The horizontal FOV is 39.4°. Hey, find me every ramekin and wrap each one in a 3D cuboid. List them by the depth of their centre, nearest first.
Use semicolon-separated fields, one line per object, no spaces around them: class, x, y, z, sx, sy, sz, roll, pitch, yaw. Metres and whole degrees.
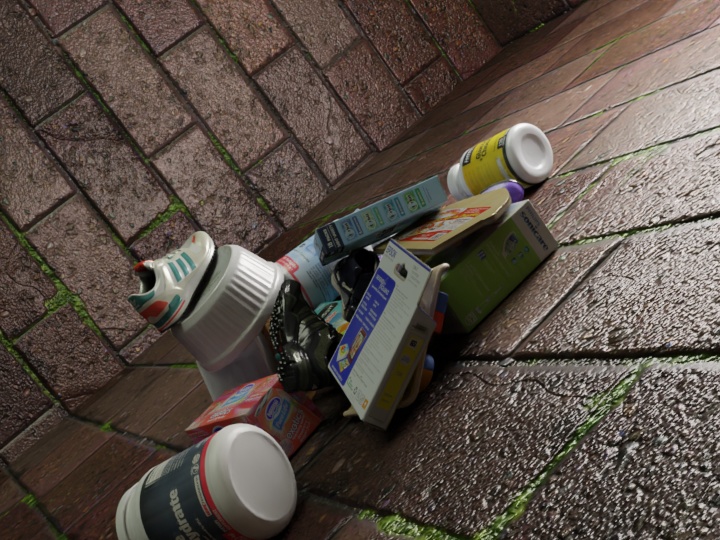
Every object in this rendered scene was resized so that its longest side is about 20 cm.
ramekin;-0.219;0.050;1.590;0.202;0.094;0.203;-41;24;23

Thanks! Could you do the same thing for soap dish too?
soap dish;-0.169;0.171;1.639;0.081;0.158;0.199;-24;-1;-43

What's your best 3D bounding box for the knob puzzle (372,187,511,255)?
knob puzzle;0.139;-0.064;1.452;0.218;0.031;0.220;-24;13;6

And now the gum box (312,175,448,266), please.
gum box;0.026;-0.074;1.553;0.199;0.045;0.170;-25;-3;-6

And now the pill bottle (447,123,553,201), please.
pill bottle;0.252;-0.189;1.862;0.112;0.112;0.199;-45;13;-35

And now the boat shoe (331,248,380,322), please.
boat shoe;0.000;0.000;1.540;0.200;0.074;0.094;-110;28;-65

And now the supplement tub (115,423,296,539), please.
supplement tub;-0.189;0.285;1.229;0.199;0.141;0.140;-32;12;29

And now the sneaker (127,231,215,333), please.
sneaker;-0.298;-0.003;1.574;0.070;0.093;0.201;-28;32;42

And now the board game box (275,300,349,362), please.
board game box;-0.010;0.098;1.537;0.199;0.047;0.151;-8;27;35

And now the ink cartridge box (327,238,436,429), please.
ink cartridge box;0.035;0.075;1.288;0.201;0.047;0.198;-62;18;6

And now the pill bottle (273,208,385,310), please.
pill bottle;-0.047;-0.016;1.692;0.199;0.109;0.109;-36;10;-17

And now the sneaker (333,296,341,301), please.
sneaker;-0.078;0.120;1.704;0.199;0.087;0.078;-26;20;14

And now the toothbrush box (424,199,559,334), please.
toothbrush box;0.162;-0.002;1.445;0.200;0.086;0.145;-40;11;-21

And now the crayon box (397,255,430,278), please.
crayon box;0.098;-0.013;1.630;0.126;0.051;0.200;-62;8;-9

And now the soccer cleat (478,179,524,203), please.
soccer cleat;0.200;-0.079;1.729;0.199;0.068;0.073;-34;26;22

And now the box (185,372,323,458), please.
box;-0.159;0.228;1.491;0.103;0.095;0.199;-44;13;-35

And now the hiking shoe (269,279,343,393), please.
hiking shoe;-0.074;0.097;1.454;0.201;0.100;0.076;-101;26;-42

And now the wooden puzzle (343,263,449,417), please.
wooden puzzle;0.055;0.101;1.338;0.185;0.046;0.202;-25;44;62

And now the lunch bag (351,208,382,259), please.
lunch bag;0.007;0.004;1.815;0.169;0.128;0.199;-41;37;-18
